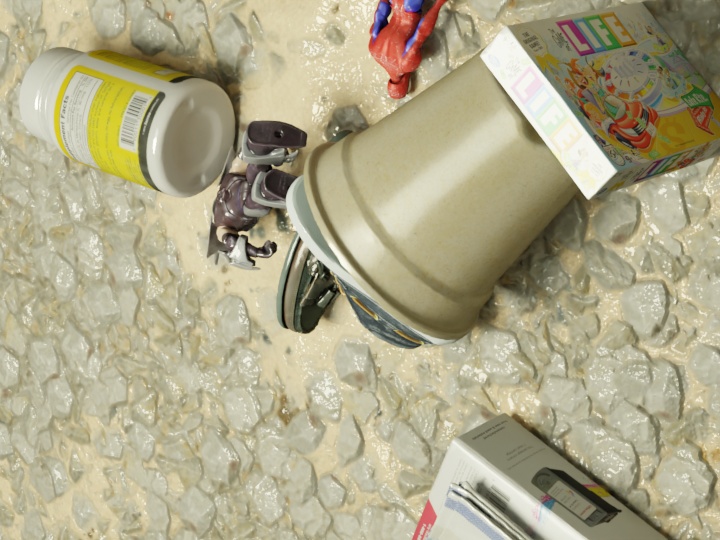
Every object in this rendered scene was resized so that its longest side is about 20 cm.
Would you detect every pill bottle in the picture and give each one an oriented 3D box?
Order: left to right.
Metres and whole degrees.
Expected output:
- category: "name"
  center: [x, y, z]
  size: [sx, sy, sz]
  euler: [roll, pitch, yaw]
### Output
- category: "pill bottle"
  center: [-0.228, -0.148, 1.709]
  size: [0.199, 0.114, 0.115]
  euler: [20, 113, 34]

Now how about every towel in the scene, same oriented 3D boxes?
- category: "towel"
  center: [0.103, 0.290, 1.509]
  size: [0.147, 0.024, 0.201]
  euler: [38, 129, 23]

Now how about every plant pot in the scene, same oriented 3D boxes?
- category: "plant pot"
  center: [0.087, -0.078, 1.445]
  size: [0.183, 0.200, 0.201]
  euler: [-41, 75, 26]

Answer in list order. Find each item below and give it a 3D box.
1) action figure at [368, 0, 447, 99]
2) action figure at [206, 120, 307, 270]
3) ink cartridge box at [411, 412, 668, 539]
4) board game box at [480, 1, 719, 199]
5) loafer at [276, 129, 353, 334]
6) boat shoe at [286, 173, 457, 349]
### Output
- category: "action figure"
  center: [0.042, -0.240, 1.513]
  size: [0.065, 0.051, 0.202]
  euler: [29, 123, 36]
- category: "action figure"
  center: [-0.094, -0.070, 1.619]
  size: [0.200, 0.069, 0.132]
  euler: [146, 126, -68]
- category: "ink cartridge box"
  center: [0.151, 0.243, 1.524]
  size: [0.199, 0.085, 0.149]
  euler: [37, 123, 24]
- category: "board game box"
  center: [0.191, -0.131, 1.323]
  size: [0.135, 0.199, 0.034]
  euler: [54, 128, 14]
- category: "loafer"
  center: [-0.023, -0.025, 1.609]
  size: [0.063, 0.072, 0.202]
  euler: [28, 115, 24]
- category: "boat shoe"
  center: [0.000, 0.000, 1.541]
  size: [0.200, 0.071, 0.091]
  euler: [42, 153, -13]
